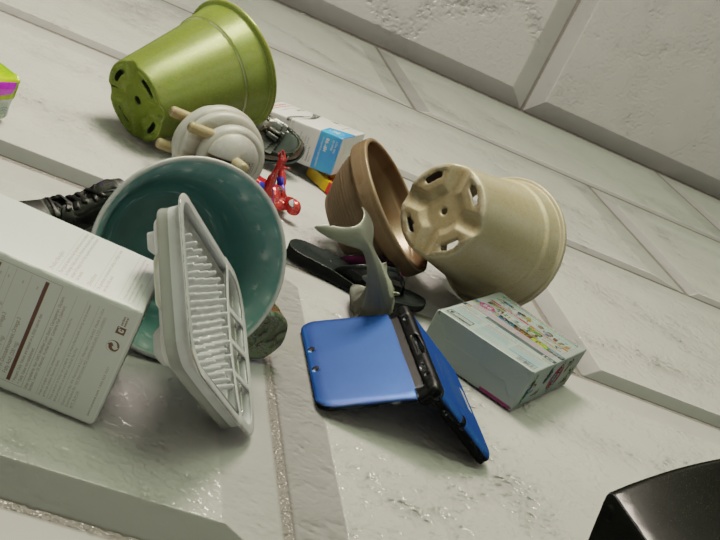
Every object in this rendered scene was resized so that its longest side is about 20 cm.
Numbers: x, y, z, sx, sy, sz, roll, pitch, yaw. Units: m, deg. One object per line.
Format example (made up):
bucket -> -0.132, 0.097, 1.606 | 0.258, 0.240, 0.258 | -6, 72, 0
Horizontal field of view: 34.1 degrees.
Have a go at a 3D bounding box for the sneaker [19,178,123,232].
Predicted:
sneaker -> -0.296, -0.067, 1.271 | 0.200, 0.088, 0.076 | 9, 26, -42

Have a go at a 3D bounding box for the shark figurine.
shark figurine -> -0.002, 0.031, 1.386 | 0.128, 0.089, 0.214 | 58, -12, 26

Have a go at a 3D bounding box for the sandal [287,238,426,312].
sandal -> -0.001, 0.000, 1.551 | 0.200, 0.048, 0.075 | 24, 19, -6

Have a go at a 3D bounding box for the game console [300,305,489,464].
game console -> 0.036, 0.132, 1.298 | 0.171, 0.118, 0.200 | 53, 8, -24

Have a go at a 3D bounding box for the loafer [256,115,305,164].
loafer -> -0.182, -0.229, 1.866 | 0.200, 0.072, 0.063 | 25, -20, 17

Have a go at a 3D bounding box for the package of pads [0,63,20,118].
package of pads -> -0.550, -0.263, 1.484 | 0.200, 0.068, 0.154 | 34, 20, 18

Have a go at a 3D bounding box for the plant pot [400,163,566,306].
plant pot -> 0.155, -0.060, 1.628 | 0.200, 0.200, 0.183 | 41, 11, 36

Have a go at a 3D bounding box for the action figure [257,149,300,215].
action figure -> -0.151, -0.156, 1.700 | 0.200, 0.099, 0.065 | 38, 22, 23

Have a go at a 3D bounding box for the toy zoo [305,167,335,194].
toy zoo -> -0.003, -0.123, 1.921 | 0.131, 0.020, 0.200 | 8, 25, -43

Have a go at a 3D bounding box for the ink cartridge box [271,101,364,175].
ink cartridge box -> -0.108, -0.228, 1.948 | 0.200, 0.067, 0.116 | 23, 17, 13

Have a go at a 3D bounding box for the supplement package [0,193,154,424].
supplement package -> -0.287, 0.023, 0.997 | 0.200, 0.117, 0.117 | 25, 19, -8

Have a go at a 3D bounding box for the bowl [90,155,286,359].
bowl -> -0.186, -0.017, 1.172 | 0.201, 0.201, 0.105 | 16, 0, -28

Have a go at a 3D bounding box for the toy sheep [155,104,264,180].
toy sheep -> -0.196, -0.163, 1.602 | 0.138, 0.138, 0.200 | 16, 17, -30

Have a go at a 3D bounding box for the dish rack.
dish rack -> -0.142, 0.045, 1.035 | 0.200, 0.044, 0.172 | 70, 10, -62

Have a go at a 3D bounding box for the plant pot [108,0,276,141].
plant pot -> -0.260, -0.277, 1.724 | 0.200, 0.200, 0.190 | 37, 46, 28

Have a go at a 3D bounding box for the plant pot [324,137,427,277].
plant pot -> 0.013, -0.076, 1.642 | 0.201, 0.093, 0.201 | 58, 18, -31

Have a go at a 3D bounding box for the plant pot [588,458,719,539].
plant pot -> 0.290, 0.281, 0.991 | 0.177, 0.200, 0.200 | 8, 24, -18

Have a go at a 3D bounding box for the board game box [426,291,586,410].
board game box -> 0.187, 0.100, 1.516 | 0.148, 0.064, 0.200 | 35, 21, 22

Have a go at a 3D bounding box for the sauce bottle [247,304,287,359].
sauce bottle -> -0.151, 0.017, 1.279 | 0.065, 0.065, 0.200 | 9, 26, -43
